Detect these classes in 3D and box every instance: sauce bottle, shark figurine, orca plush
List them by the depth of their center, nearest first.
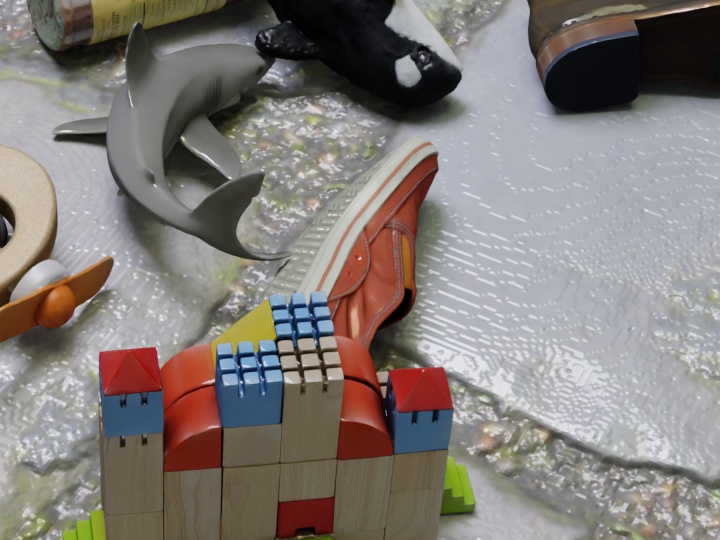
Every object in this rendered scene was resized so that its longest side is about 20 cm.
[{"bbox_3d":[-0.105,-0.082,1.065,0.127,0.090,0.215,-3,32,-3],"label":"shark figurine"},{"bbox_3d":[-0.035,-0.156,1.144,0.071,0.200,0.105,-48,18,-22],"label":"orca plush"},{"bbox_3d":[-0.100,-0.185,1.206,0.199,0.065,0.065,-20,49,-25],"label":"sauce bottle"}]

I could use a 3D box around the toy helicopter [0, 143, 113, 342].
[{"bbox_3d":[-0.202,0.020,0.991,0.131,0.079,0.201,17,55,0],"label":"toy helicopter"}]

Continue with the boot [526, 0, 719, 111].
[{"bbox_3d":[0.191,-0.158,1.198,0.198,0.075,0.097,-8,48,-11],"label":"boot"}]

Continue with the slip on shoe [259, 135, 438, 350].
[{"bbox_3d":[0.000,0.000,1.029,0.061,0.074,0.200,42,38,-11],"label":"slip on shoe"}]

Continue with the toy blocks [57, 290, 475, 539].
[{"bbox_3d":[-0.039,0.071,0.889,0.198,0.137,0.100,-3,44,-10],"label":"toy blocks"}]
